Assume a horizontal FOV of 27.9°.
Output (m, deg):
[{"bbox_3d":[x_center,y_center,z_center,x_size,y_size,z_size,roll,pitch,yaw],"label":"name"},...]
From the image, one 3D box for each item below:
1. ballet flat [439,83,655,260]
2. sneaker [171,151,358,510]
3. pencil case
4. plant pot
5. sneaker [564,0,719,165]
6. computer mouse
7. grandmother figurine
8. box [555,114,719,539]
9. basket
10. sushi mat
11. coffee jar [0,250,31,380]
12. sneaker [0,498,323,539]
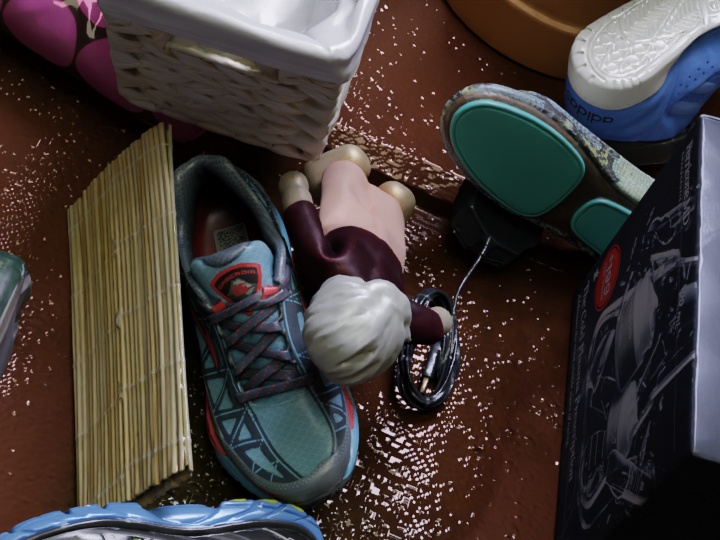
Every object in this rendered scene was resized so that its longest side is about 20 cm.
[{"bbox_3d":[0.124,-0.059,0.868,0.199,0.074,0.075,36,50,-26],"label":"ballet flat"},{"bbox_3d":[-0.062,0.027,0.751,0.078,0.096,0.202,-22,62,-1],"label":"sneaker"},{"bbox_3d":[-0.155,-0.160,0.851,0.199,0.091,0.094,31,90,0],"label":"pencil case"},{"bbox_3d":[0.156,-0.250,0.975,0.197,0.141,0.202,8,57,-12],"label":"plant pot"},{"bbox_3d":[0.212,-0.137,0.937,0.199,0.112,0.077,-32,65,-18],"label":"sneaker"},{"bbox_3d":[0.063,-0.003,0.862,0.059,0.034,0.201,42,57,-22],"label":"computer mouse"},{"bbox_3d":[0.000,0.000,0.763,0.120,0.061,0.200,31,21,-9],"label":"grandmother figurine"},{"bbox_3d":[0.185,0.059,0.768,0.103,0.183,0.202,15,55,-8],"label":"box"},{"bbox_3d":[-0.047,-0.176,0.767,0.134,0.124,0.202,18,64,-1],"label":"basket"},{"bbox_3d":[-0.120,0.029,0.745,0.012,0.095,0.202,17,52,-37],"label":"sushi mat"},{"bbox_3d":[-0.270,0.013,0.706,0.198,0.086,0.105,21,58,-6],"label":"coffee jar"},{"bbox_3d":[-0.104,0.158,0.680,0.197,0.071,0.083,-2,54,-22],"label":"sneaker"}]
